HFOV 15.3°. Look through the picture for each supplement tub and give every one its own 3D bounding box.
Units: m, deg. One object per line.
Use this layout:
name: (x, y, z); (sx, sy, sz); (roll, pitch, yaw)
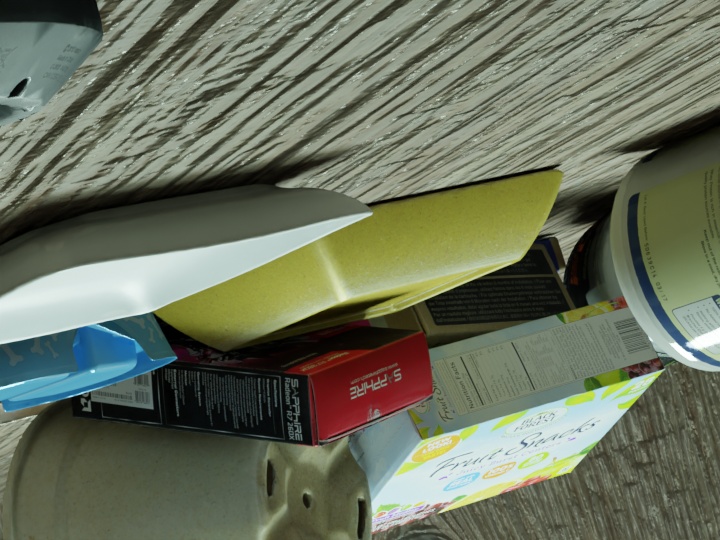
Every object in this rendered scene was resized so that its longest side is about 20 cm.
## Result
supplement tub: (0.265, -0.030, 1.604); (0.145, 0.145, 0.200); (-11, 173, -45)
supplement tub: (0.215, 0.007, 1.949); (0.122, 0.123, 0.200); (-16, 174, -7)

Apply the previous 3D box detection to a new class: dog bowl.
dog bowl: (-0.189, 0.047, 1.525); (0.111, 0.050, 0.200); (-20, 173, 28)

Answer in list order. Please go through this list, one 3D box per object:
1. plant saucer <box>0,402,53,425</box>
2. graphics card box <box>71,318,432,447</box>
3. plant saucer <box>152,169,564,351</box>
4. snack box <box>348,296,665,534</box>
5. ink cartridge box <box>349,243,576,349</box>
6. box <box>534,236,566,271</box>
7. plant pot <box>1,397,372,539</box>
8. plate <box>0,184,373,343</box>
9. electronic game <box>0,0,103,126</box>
plant saucer: (-0.217, 0.076, 1.830); (0.200, 0.032, 0.200); (-17, 174, -2)
graphics card box: (-0.071, 0.066, 1.691); (0.200, 0.051, 0.125); (3, -166, 37)
plant saucer: (0.000, 0.000, 1.630); (0.200, 0.049, 0.200); (-13, 174, -36)
snack box: (0.083, 0.102, 1.830); (0.200, 0.068, 0.169); (-15, 157, -30)
ink cartridge box: (0.028, 0.061, 1.873); (0.165, 0.075, 0.200); (-1, 150, -46)
box: (0.054, 0.011, 1.994); (0.121, 0.032, 0.200); (-20, 173, 32)
plant pot: (-0.102, 0.164, 1.768); (0.183, 0.201, 0.200); (-14, 177, 32)
plate: (-0.127, -0.002, 1.314); (0.200, 0.032, 0.199); (-12, 174, -42)
electronic game: (-0.165, -0.048, 0.683); (0.200, 0.042, 0.200); (-10, 179, 0)
